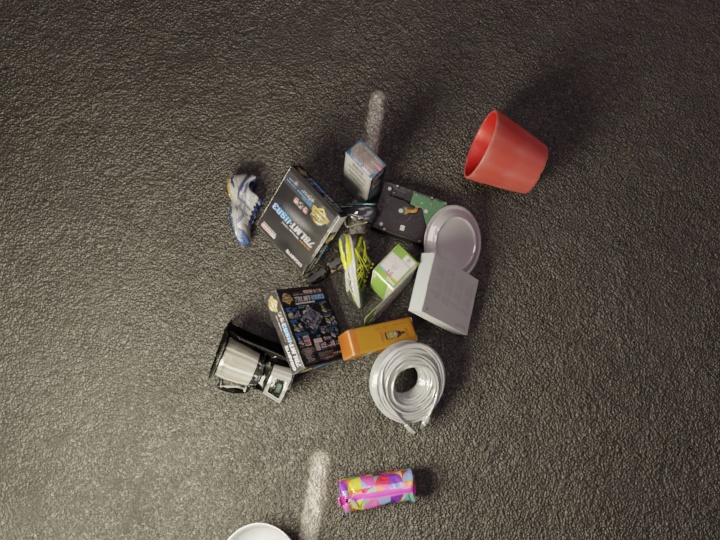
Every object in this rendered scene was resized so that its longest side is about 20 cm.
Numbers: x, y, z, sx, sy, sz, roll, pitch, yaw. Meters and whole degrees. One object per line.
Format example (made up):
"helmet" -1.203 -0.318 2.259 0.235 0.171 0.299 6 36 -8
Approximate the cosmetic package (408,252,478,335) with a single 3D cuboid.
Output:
"cosmetic package" 0.217 0.063 1.649 0.198 0.051 0.155 28 69 -40

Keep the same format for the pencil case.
"pencil case" 0.040 0.534 1.554 0.194 0.089 0.091 -9 75 -7

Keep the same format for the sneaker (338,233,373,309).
"sneaker" 0.000 0.000 1.673 0.083 0.074 0.206 -13 106 -18

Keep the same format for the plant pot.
"plant pot" 0.404 -0.313 1.762 0.173 0.200 0.205 21 74 -7

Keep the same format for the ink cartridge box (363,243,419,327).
"ink cartridge box" 0.053 0.046 1.651 0.076 0.148 0.200 42 76 10

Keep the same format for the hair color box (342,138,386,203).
"hair color box" 0.007 -0.252 1.701 0.060 0.200 0.100 -42 81 -14

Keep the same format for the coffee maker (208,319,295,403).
"coffee maker" -0.253 0.215 1.581 0.196 0.136 0.195 24 41 -12

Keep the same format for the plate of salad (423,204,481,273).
"plate of salad" 0.244 -0.073 1.726 0.196 0.048 0.206 -4 97 -30

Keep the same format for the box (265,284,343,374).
"box" -0.127 0.141 1.593 0.049 0.198 0.203 -30 76 30

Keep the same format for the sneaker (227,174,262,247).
"sneaker" -0.303 -0.166 1.718 0.086 0.075 0.206 -9 76 -2

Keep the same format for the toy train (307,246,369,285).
"toy train" -0.056 -0.021 1.716 0.198 0.046 0.034 -34 75 -11

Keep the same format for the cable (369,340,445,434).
"cable" 0.119 0.275 1.596 0.199 0.069 0.202 38 86 -20

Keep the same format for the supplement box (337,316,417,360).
"supplement box" 0.045 0.172 1.626 0.195 0.069 0.068 -9 74 -28

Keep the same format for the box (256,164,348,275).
"box" -0.155 -0.132 1.667 0.200 0.049 0.200 46 116 17

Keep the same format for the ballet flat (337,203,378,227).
"ballet flat" -0.049 -0.153 1.735 0.194 0.073 0.075 6 74 10

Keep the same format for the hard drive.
"hard drive" 0.137 -0.148 1.768 0.195 0.038 0.143 18 74 1

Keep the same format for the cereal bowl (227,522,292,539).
"cereal bowl" -0.229 0.691 1.485 0.194 0.084 0.206 -1 71 3
